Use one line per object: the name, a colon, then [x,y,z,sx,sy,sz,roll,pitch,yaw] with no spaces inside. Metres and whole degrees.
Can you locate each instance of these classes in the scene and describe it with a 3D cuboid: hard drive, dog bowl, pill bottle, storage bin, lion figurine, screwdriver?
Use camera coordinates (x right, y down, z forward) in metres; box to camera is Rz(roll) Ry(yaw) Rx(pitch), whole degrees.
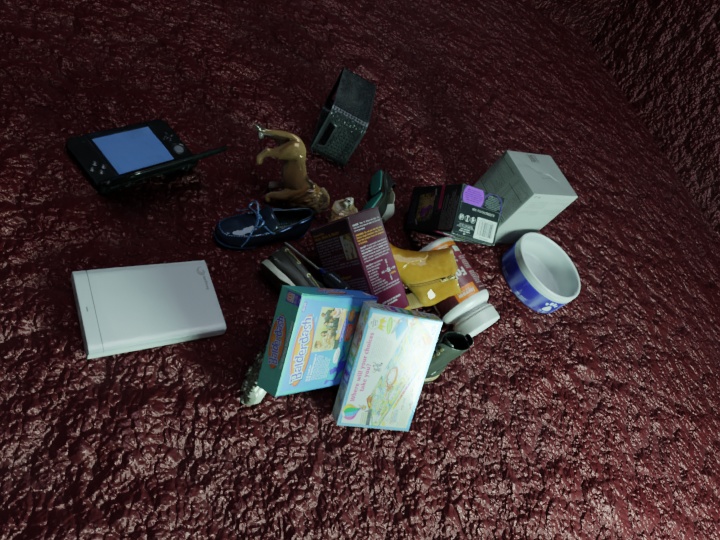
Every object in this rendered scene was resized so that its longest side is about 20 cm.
hard drive: [-0.319,0.052,0.781,0.198,0.027,0.133,-7,62,-38]
dog bowl: [0.464,0.006,1.317,0.198,0.079,0.202,18,49,-22]
pill bottle: [0.198,0.040,1.082,0.113,0.114,0.201,-16,67,-41]
storage bin: [-0.040,-0.365,1.212,0.093,0.135,0.201,24,47,-17]
lion figurine: [-0.132,-0.196,1.002,0.121,0.201,0.073,-1,43,8]
lion figurine: [-0.007,-0.053,1.056,0.201,0.072,0.122,57,32,-4]
screwdriver: [-0.082,-0.011,0.934,0.200,0.029,0.028,42,-5,38]

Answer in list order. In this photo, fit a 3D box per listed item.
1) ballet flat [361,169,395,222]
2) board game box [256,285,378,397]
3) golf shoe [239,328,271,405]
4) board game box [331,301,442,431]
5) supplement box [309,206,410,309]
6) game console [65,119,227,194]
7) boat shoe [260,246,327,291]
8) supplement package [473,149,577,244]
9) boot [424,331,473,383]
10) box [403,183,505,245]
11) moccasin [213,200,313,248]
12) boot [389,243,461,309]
ballet flat: [0.048,-0.157,1.168,0.068,0.068,0.201,38,43,-20]
board game box: [-0.060,0.105,0.794,0.045,0.154,0.199,19,6,33]
golf shoe: [-0.116,0.143,0.820,0.097,0.078,0.201,39,45,-12]
board game box: [0.043,0.160,0.834,0.133,0.202,0.034,12,11,-22]
supplement box: [0.000,0.000,0.930,0.085,0.110,0.202,-23,97,-43]
game console: [-0.369,-0.216,0.888,0.176,0.116,0.199,49,44,8]
boat shoe: [-0.089,0.040,0.908,0.201,0.072,0.061,44,66,5]
supplement package: [0.408,-0.187,1.340,0.190,0.200,0.148,-3,58,-36]
boot: [0.090,0.153,0.904,0.198,0.138,0.078,-6,61,-36]
box: [0.204,-0.125,1.142,0.121,0.200,0.107,13,91,-25]
moccasin: [-0.178,-0.095,0.960,0.199,0.068,0.081,-18,68,-41]
boot: [0.109,-0.022,0.995,0.071,0.143,0.203,-89,155,-68]
